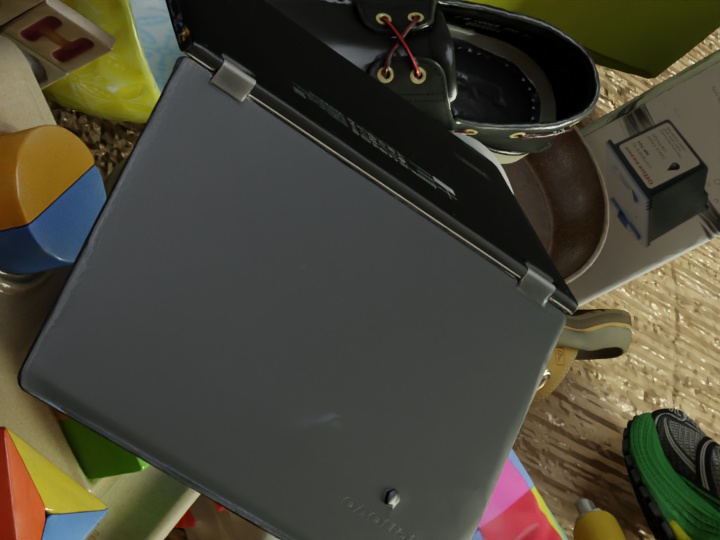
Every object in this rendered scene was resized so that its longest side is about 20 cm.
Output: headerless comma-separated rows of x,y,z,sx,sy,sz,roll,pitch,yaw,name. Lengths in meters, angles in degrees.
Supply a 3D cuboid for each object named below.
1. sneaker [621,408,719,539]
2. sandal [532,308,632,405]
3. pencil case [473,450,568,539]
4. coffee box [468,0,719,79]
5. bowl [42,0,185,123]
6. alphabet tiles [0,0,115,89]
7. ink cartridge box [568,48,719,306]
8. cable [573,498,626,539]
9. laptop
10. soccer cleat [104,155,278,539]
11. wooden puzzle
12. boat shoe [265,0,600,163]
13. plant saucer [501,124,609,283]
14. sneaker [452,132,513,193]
0.191,0.125,1.104,0.078,0.085,0.200,65,-5,-32,sneaker
0.066,0.044,1.096,0.200,0.080,0.054,3,86,-51,sandal
0.058,0.141,1.003,0.088,0.088,0.200,-28,85,-52,pencil case
0.129,-0.248,1.200,0.200,0.200,0.198,10,50,-44,coffee box
-0.138,-0.155,0.956,0.200,0.107,0.201,-7,90,-83,bowl
-0.196,-0.121,0.844,0.200,0.167,0.008,33,58,-28,alphabet tiles
0.192,-0.071,1.196,0.146,0.200,0.086,-31,89,-52,ink cartridge box
0.136,0.171,1.026,0.097,0.050,0.200,63,5,-12,cable
-0.027,-0.004,0.858,0.187,0.116,0.200,34,16,-25,laptop
-0.059,0.046,0.959,0.078,0.069,0.200,-8,77,-54,soccer cleat
-0.126,0.028,0.809,0.200,0.046,0.185,63,33,-16,wooden puzzle
0.017,-0.095,1.020,0.201,0.063,0.074,9,67,-33,boat shoe
0.025,-0.053,1.100,0.200,0.035,0.200,17,42,-16,plant saucer
0.000,0.000,0.935,0.118,0.074,0.201,44,47,-36,sneaker
